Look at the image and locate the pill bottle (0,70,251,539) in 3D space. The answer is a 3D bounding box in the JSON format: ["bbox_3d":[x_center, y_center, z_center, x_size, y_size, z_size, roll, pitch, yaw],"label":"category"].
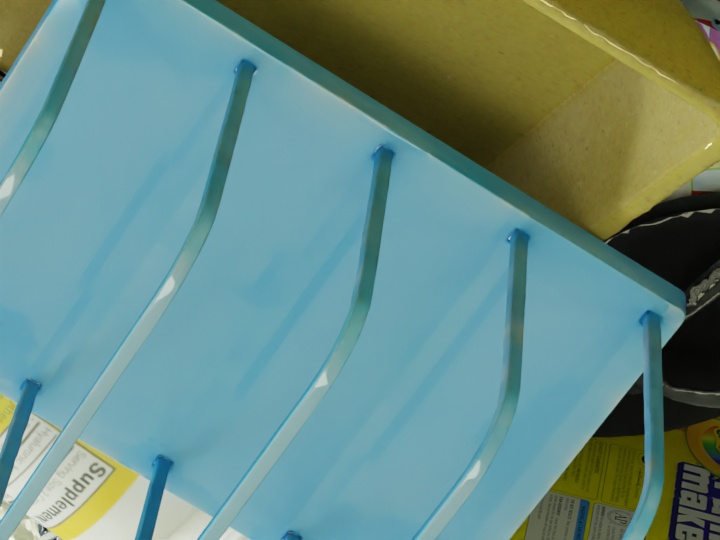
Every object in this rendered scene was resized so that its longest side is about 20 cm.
[{"bbox_3d":[-0.090,0.022,0.937,0.200,0.111,0.111,36,117,-12],"label":"pill bottle"}]

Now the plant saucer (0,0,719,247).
[{"bbox_3d":[-0.007,-0.074,0.846,0.199,0.049,0.200,31,153,-10],"label":"plant saucer"}]

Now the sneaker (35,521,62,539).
[{"bbox_3d":[-0.084,0.086,1.071,0.077,0.085,0.201,-6,114,14],"label":"sneaker"}]

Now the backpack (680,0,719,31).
[{"bbox_3d":[0.129,-0.155,0.834,0.190,0.154,0.201,28,75,-4],"label":"backpack"}]

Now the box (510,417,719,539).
[{"bbox_3d":[0.059,0.168,1.018,0.121,0.200,0.194,13,118,4],"label":"box"}]

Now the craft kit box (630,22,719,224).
[{"bbox_3d":[0.152,-0.074,0.971,0.196,0.049,0.201,0,116,14],"label":"craft kit box"}]

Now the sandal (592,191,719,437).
[{"bbox_3d":[0.143,0.008,0.965,0.199,0.043,0.076,-18,111,18],"label":"sandal"}]

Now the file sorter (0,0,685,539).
[{"bbox_3d":[-0.030,0.035,0.809,0.199,0.123,0.139,31,117,-12],"label":"file sorter"}]
